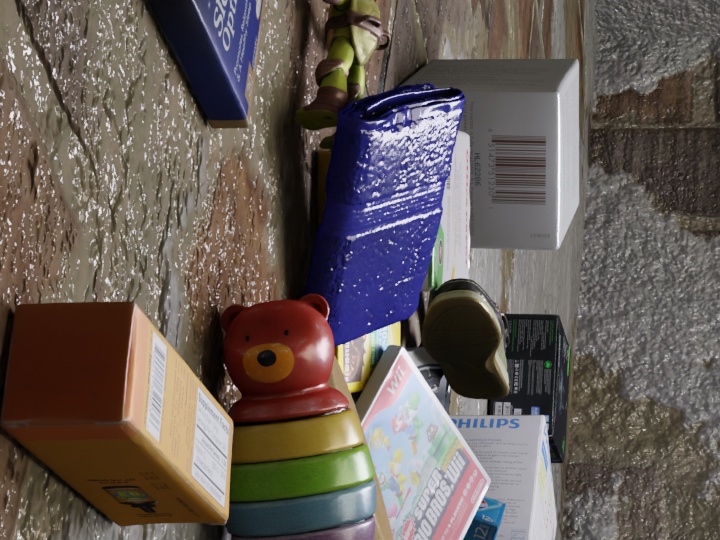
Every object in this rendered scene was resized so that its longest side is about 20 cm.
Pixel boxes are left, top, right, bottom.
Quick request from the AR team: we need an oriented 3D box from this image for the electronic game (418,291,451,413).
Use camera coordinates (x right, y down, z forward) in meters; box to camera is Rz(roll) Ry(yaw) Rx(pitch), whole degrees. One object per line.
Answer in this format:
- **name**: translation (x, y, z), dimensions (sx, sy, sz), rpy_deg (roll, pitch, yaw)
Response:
- **electronic game**: translation (0.076, 0.102, 2.012), dimensions (0.200, 0.042, 0.200), rpy_deg (6, 90, -85)

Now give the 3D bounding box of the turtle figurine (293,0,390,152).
- **turtle figurine**: translation (-0.008, -0.178, 1.530), dimensions (0.200, 0.064, 0.162), rpy_deg (61, 32, -68)

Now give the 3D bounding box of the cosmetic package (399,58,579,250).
- **cosmetic package**: translation (0.137, -0.124, 1.991), dimensions (0.200, 0.166, 0.168), rpy_deg (-50, 139, -71)

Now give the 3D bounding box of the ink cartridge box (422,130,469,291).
- **ink cartridge box**: translation (0.045, -0.057, 1.747), dimensions (0.200, 0.084, 0.145), rpy_deg (-9, 99, -78)

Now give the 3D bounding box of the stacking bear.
- **stacking bear**: translation (-0.047, 0.118, 1.278), dimensions (0.114, 0.121, 0.200), rpy_deg (-9, 92, -76)

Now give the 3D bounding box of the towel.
- **towel**: translation (0.010, -0.046, 1.509), dimensions (0.148, 0.050, 0.200), rpy_deg (-18, 127, -50)

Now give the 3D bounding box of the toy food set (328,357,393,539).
- **toy food set**: translation (-0.019, 0.150, 1.451), dimensions (0.200, 0.049, 0.198), rpy_deg (55, 18, -84)

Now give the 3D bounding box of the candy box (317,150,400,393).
- **candy box**: translation (0.000, 0.000, 1.604), dimensions (0.102, 0.026, 0.200), rpy_deg (-7, 98, -60)

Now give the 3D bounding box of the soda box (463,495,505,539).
- **soda box**: translation (0.074, 0.306, 1.811), dimensions (0.064, 0.068, 0.200), rpy_deg (-51, 159, -73)

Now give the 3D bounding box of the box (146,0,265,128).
- **box**: translation (-0.096, -0.188, 1.186), dimensions (0.200, 0.032, 0.121), rpy_deg (65, 29, -63)

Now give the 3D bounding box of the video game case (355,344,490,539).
- **video game case**: translation (0.041, 0.180, 1.640), dimensions (0.143, 0.017, 0.200), rpy_deg (-61, 137, -29)

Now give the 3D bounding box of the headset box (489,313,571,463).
- **headset box**: translation (0.239, 0.169, 2.688), dimensions (0.200, 0.093, 0.174), rpy_deg (59, 34, -70)

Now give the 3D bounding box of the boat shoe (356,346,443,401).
- **boat shoe**: translation (0.038, 0.105, 1.754), dimensions (0.200, 0.072, 0.068), rpy_deg (2, 85, -76)

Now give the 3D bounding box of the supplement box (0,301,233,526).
- **supplement box**: translation (-0.121, 0.080, 0.998), dimensions (0.200, 0.066, 0.069), rpy_deg (67, 23, -64)

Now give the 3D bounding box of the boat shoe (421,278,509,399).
- **boat shoe**: translation (0.097, 0.052, 1.738), dimensions (0.201, 0.072, 0.066), rpy_deg (66, 23, -59)

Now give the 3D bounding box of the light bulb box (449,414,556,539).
- **light bulb box**: translation (0.150, 0.301, 2.184), dimensions (0.200, 0.125, 0.198), rpy_deg (-78, 163, -47)
